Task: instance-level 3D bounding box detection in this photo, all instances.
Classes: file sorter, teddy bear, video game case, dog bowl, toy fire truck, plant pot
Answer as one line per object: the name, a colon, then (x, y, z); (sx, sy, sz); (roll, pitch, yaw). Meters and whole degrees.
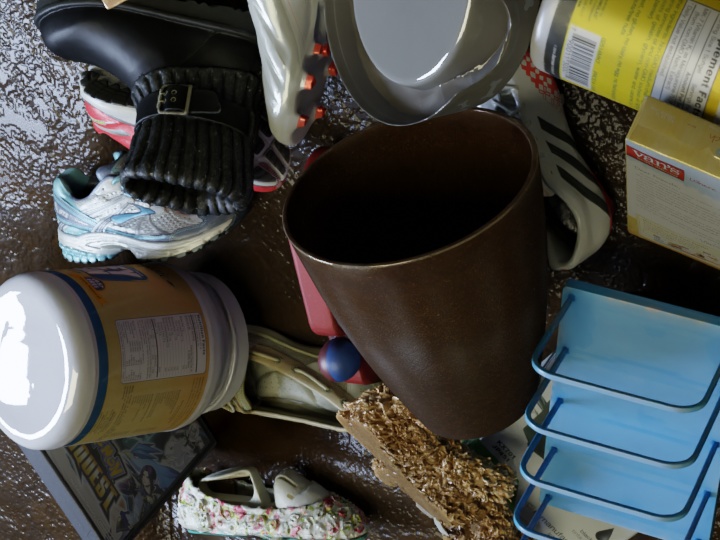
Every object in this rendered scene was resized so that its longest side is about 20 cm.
file sorter: (0.189, 0.136, 1.433); (0.138, 0.123, 0.202); (15, 123, 19)
teddy bear: (0.069, 0.162, 1.551); (0.200, 0.067, 0.145); (46, 162, -5)
video game case: (-0.229, 0.126, 1.734); (0.025, 0.181, 0.201); (-20, 108, 38)
dog bowl: (0.052, -0.203, 1.384); (0.199, 0.058, 0.202); (5, 97, 54)
toy fire truck: (0.000, 0.000, 1.530); (0.111, 0.168, 0.202); (5, 122, 27)
plant pot: (0.061, 0.018, 1.410); (0.185, 0.187, 0.201); (1, 128, 29)

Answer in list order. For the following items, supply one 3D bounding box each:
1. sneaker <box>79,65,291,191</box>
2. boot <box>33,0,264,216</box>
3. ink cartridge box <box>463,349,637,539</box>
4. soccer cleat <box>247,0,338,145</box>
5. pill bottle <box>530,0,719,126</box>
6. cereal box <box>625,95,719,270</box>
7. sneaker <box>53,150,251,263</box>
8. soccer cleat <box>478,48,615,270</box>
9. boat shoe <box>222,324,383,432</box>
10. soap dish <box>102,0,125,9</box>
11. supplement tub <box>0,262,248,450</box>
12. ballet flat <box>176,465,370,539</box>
sneaker: (-0.141, -0.113, 1.616); (0.199, 0.077, 0.085); (27, 149, 18)
boot: (-0.172, -0.133, 1.531); (0.209, 0.159, 0.079); (9, 166, 14)
ink cartridge box: (0.189, 0.136, 1.565); (0.147, 0.083, 0.200); (43, 130, -2)
soccer cleat: (-0.057, -0.197, 1.493); (0.077, 0.069, 0.202); (12, 110, 19)
pill bottle: (0.227, -0.155, 1.336); (0.199, 0.114, 0.115); (24, 129, 14)
cereal box: (0.256, -0.045, 1.365); (0.143, 0.040, 0.200); (25, 168, 14)
sneaker: (-0.186, -0.057, 1.663); (0.198, 0.078, 0.087); (-5, 111, 30)
soccer cleat: (0.123, -0.092, 1.455); (0.068, 0.085, 0.201); (-19, 109, 37)
boat shoe: (-0.078, 0.099, 1.708); (0.199, 0.063, 0.074); (12, 125, 23)
soap dish: (-0.158, -0.316, 1.432); (0.156, 0.081, 0.201); (-25, 90, 24)
supplement tub: (-0.206, 0.068, 1.645); (0.144, 0.199, 0.146); (4, 96, 42)
ballet flat: (-0.086, 0.212, 1.784); (0.198, 0.076, 0.065); (0, 104, 26)
